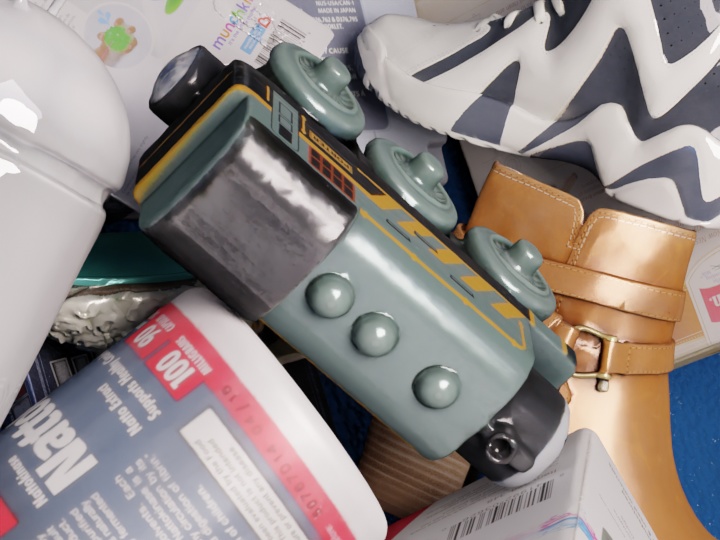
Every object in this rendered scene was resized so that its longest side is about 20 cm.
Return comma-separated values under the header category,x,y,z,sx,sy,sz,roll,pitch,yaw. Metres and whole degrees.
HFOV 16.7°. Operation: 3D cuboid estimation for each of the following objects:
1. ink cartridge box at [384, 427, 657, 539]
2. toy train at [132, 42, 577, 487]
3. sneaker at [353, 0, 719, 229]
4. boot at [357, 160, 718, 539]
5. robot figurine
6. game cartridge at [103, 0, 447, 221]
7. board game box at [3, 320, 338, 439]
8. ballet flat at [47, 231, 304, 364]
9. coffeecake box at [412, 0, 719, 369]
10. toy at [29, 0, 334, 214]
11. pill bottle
category,x,y,z,sx,sy,sz,roll,pitch,yaw
ink cartridge box,0.032,0.149,0.865,0.086,0.147,0.200,60,16,-10
toy train,0.000,0.000,0.902,0.200,0.085,0.114,42,18,-17
sneaker,0.095,-0.108,1.032,0.079,0.199,0.130,1,110,-51
boot,0.109,0.056,1.005,0.199,0.074,0.155,23,92,-1
robot figurine,-0.154,-0.016,0.867,0.113,0.170,0.201,27,87,-10
game cartridge,-0.059,-0.092,1.074,0.199,0.042,0.134,-5,72,-35
board game box,-0.071,0.084,1.004,0.135,0.035,0.201,-12,80,-36
ballet flat,-0.053,0.013,0.983,0.199,0.072,0.072,-13,81,-34
coffeecake box,0.129,-0.059,1.105,0.073,0.153,0.201,-9,79,-52
toy,-0.124,-0.099,0.982,0.200,0.047,0.115,30,64,-1
pill bottle,-0.101,0.110,0.888,0.200,0.120,0.120,-38,96,-9
